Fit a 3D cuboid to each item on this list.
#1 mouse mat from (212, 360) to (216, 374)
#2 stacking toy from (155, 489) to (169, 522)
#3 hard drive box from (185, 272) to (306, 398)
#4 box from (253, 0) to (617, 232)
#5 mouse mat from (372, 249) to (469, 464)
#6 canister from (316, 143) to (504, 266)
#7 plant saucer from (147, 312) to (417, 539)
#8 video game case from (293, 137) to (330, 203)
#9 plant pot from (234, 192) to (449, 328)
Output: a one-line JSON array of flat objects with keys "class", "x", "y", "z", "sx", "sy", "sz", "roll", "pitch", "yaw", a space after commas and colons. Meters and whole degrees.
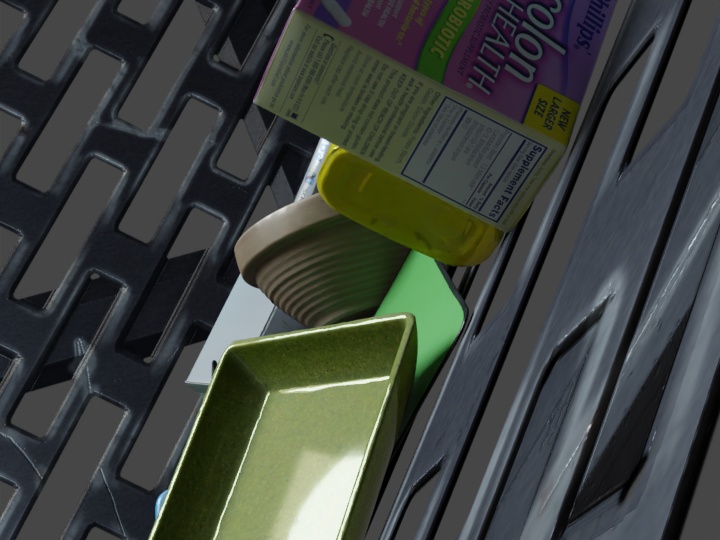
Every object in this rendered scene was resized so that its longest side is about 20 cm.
[{"class": "mouse mat", "x": -0.128, "y": 0.204, "z": 1.465, "sx": 0.161, "sy": 0.008, "sz": 0.200, "roll": -96, "pitch": 4, "yaw": -50}, {"class": "stacking toy", "x": -0.077, "y": 0.195, "z": 1.246, "sx": 0.200, "sy": 0.116, "sz": 0.110, "roll": -40, "pitch": 56, "yaw": 57}, {"class": "hard drive box", "x": -0.064, "y": 0.070, "z": 1.602, "sx": 0.077, "sy": 0.156, "sz": 0.200, "roll": 2, "pitch": 57, "yaw": 42}, {"class": "box", "x": 0.056, "y": -0.155, "z": 1.096, "sx": 0.097, "sy": 0.200, "sz": 0.176, "roll": -59, "pitch": 5, "yaw": 49}, {"class": "mouse mat", "x": 0.026, "y": 0.067, "z": 1.189, "sx": 0.161, "sy": 0.008, "sz": 0.200, "roll": -62, "pitch": 16, "yaw": 14}, {"class": "canister", "x": 0.061, "y": -0.112, "z": 1.185, "sx": 0.087, "sy": 0.148, "sz": 0.200, "roll": 121, "pitch": 173, "yaw": -48}, {"class": "plant saucer", "x": -0.047, "y": 0.135, "z": 1.120, "sx": 0.200, "sy": 0.048, "sz": 0.200, "roll": -11, "pitch": 49, "yaw": 43}, {"class": "video game case", "x": 0.033, "y": -0.106, "z": 1.503, "sx": 0.200, "sy": 0.022, "sz": 0.182, "roll": 8, "pitch": -70, "yaw": -50}, {"class": "plant pot", "x": 0.000, "y": 0.000, "z": 1.340, "sx": 0.201, "sy": 0.201, "sz": 0.093, "roll": 124, "pitch": 134, "yaw": -67}]
